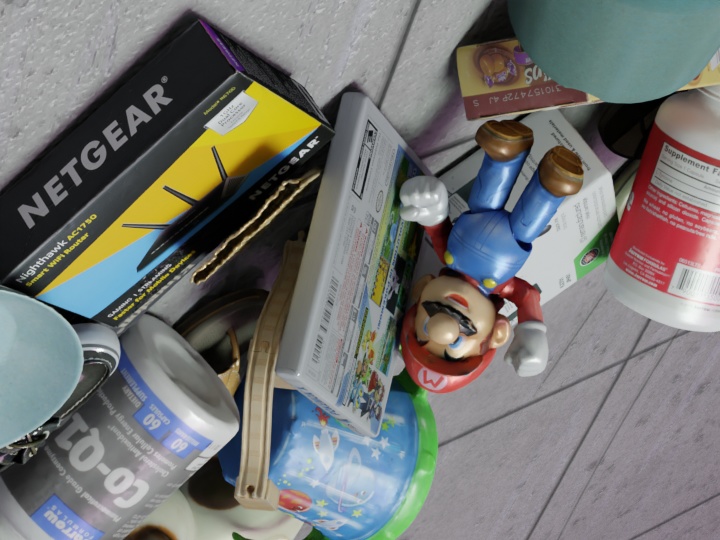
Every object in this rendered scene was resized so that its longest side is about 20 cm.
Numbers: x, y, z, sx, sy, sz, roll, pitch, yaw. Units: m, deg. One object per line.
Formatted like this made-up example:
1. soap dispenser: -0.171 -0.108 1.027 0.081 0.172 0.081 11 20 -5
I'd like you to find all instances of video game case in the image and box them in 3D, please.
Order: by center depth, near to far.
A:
1. video game case: 0.000 0.000 1.650 0.182 0.022 0.201 44 57 -66

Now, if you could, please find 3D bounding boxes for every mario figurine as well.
1. mario figurine: 0.083 0.001 1.662 0.105 0.123 0.201 5 117 -36

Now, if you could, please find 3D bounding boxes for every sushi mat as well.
1. sushi mat: -0.065 -0.033 1.557 0.096 0.012 0.200 -44 -179 6

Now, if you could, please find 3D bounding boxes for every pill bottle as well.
1. pill bottle: -0.191 0.135 1.660 0.200 0.114 0.114 -43 155 11
2. pill bottle: 0.265 -0.064 1.796 0.112 0.112 0.201 -7 120 -49

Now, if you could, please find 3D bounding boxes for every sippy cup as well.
1. sippy cup: -0.033 0.131 1.767 0.130 0.179 0.139 22 159 -38

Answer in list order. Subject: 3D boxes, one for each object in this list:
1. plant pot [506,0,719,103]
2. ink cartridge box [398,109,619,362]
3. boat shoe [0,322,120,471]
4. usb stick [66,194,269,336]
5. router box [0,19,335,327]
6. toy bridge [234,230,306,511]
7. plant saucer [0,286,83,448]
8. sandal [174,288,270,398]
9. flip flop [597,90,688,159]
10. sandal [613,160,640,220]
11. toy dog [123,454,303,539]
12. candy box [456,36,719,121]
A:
1. plant pot: 0.178 -0.215 1.479 0.199 0.201 0.196 -29 163 -18
2. ink cartridge box: 0.096 -0.018 1.820 0.199 0.083 0.147 -34 155 -5
3. boat shoe: -0.237 0.105 1.563 0.199 0.057 0.069 -32 145 17
4. usb stick: -0.141 0.002 1.586 0.200 0.033 0.055 -42 174 10
5. router box: -0.129 -0.056 1.481 0.200 0.051 0.149 -41 156 11
6. toy bridge: -0.060 0.066 1.675 0.067 0.027 0.201 60 38 -66
7. plant saucer: -0.273 0.056 1.460 0.200 0.039 0.202 -13 146 -9
8. sandal: -0.130 0.091 1.735 0.200 0.055 0.082 -42 156 8
9. flip flop: 0.274 -0.158 1.846 0.199 0.058 0.081 -33 118 21
10. sandal: 0.285 -0.100 1.962 0.201 0.057 0.080 -49 153 24
11. toy dog: -0.135 0.204 1.831 0.199 0.140 0.194 -1 141 -48
12. candy box: 0.178 -0.147 1.669 0.116 0.057 0.199 -5 -174 45
